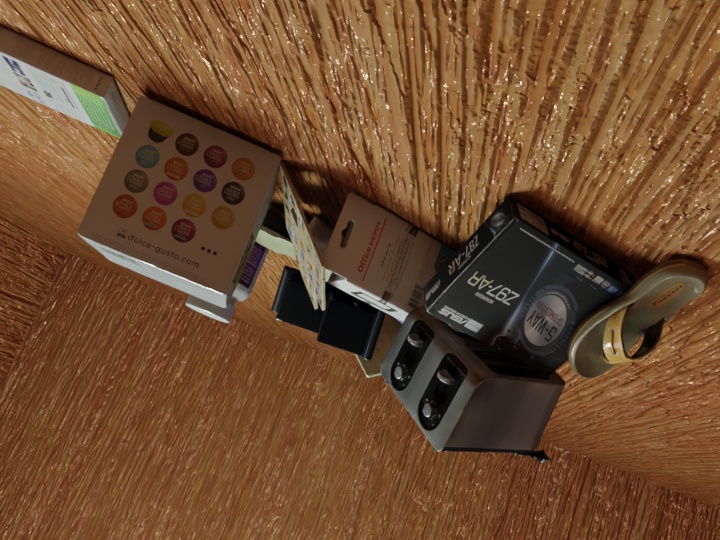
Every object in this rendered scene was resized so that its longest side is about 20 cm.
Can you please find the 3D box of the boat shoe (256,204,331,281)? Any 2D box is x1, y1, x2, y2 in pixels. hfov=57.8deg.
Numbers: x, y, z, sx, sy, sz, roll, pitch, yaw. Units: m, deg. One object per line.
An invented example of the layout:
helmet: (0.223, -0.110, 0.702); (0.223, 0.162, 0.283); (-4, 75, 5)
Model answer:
boat shoe: (-0.090, -0.042, 1.078); (0.199, 0.064, 0.074); (31, 155, 5)

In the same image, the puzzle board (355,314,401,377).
puzzle board: (0.052, 0.135, 1.293); (0.148, 0.018, 0.201); (-11, -148, -15)

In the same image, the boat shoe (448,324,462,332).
boat shoe: (0.200, 0.042, 0.854); (0.196, 0.073, 0.063); (-5, -163, -4)

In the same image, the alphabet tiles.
alphabet tiles: (-0.080, -0.029, 0.932); (0.007, 0.169, 0.201); (-18, 155, -12)

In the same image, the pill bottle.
pill bottle: (-0.227, -0.017, 1.137); (0.111, 0.203, 0.112); (20, 167, 5)

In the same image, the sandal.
sandal: (0.306, 0.067, 0.729); (0.079, 0.055, 0.201); (18, 134, -21)

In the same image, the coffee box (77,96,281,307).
coffee box: (-0.240, -0.083, 0.910); (0.197, 0.201, 0.200); (23, 168, -6)

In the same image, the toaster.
toaster: (0.153, 0.150, 0.870); (0.197, 0.120, 0.181); (11, -158, -30)

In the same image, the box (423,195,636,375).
box: (0.198, 0.025, 0.763); (0.198, 0.044, 0.161); (28, 124, -20)

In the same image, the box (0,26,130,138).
box: (-0.419, -0.258, 0.885); (0.197, 0.037, 0.144); (25, 166, -5)

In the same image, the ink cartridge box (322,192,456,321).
ink cartridge box: (0.033, -0.012, 0.923); (0.198, 0.118, 0.068); (28, 164, -23)

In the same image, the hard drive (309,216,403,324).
hard drive: (0.000, 0.000, 1.021); (0.199, 0.025, 0.132); (38, -167, -14)

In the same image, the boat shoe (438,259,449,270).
boat shoe: (0.202, 0.026, 0.919); (0.196, 0.073, 0.068); (11, -157, -11)

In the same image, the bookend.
bookend: (-0.064, 0.070, 1.171); (0.197, 0.094, 0.199); (19, -177, -3)
